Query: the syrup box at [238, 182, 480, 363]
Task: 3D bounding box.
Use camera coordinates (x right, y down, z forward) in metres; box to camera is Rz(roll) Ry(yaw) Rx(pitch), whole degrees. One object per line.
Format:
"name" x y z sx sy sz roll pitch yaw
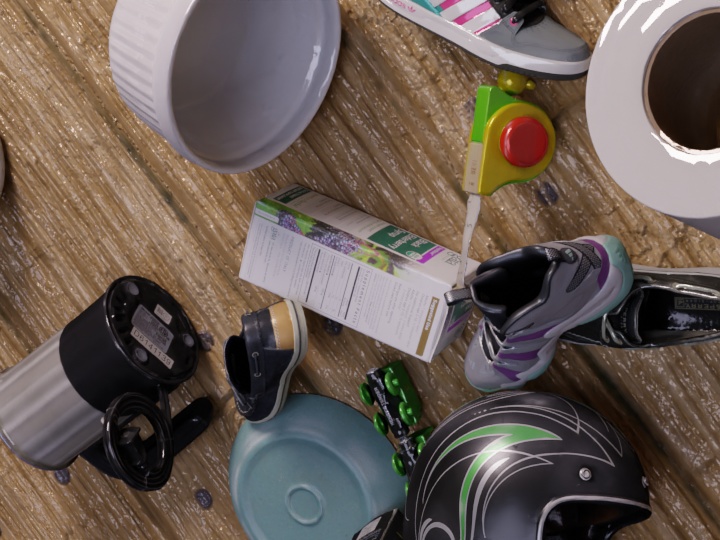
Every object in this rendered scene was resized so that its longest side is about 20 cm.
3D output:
"syrup box" 0.000 0.000 1.524 0.199 0.079 0.082 23 114 18

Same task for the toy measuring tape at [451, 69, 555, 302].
"toy measuring tape" 0.123 -0.071 1.438 0.073 0.073 0.201 10 96 23

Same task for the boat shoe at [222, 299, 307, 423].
"boat shoe" -0.097 0.085 1.564 0.200 0.062 0.075 118 141 -62

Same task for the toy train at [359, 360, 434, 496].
"toy train" 0.057 0.176 1.565 0.042 0.056 0.201 -23 94 25

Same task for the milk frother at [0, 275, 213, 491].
"milk frother" -0.256 0.139 1.624 0.188 0.200 0.181 -36 93 30

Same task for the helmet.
"helmet" 0.141 0.196 1.456 0.199 0.200 0.192 26 88 16

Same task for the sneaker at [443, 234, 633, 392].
"sneaker" 0.114 0.034 1.404 0.200 0.139 0.078 -48 55 37

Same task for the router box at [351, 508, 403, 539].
"router box" 0.053 0.338 1.544 0.062 0.150 0.200 -35 100 29

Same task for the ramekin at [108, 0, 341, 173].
"ramekin" -0.121 -0.194 1.458 0.105 0.200 0.201 29 118 36

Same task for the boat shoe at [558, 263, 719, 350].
"boat shoe" 0.228 0.031 1.432 0.199 0.064 0.071 -5 103 28

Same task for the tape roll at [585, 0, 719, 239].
"tape roll" 0.286 -0.125 1.273 0.202 0.139 0.204 -7 77 32

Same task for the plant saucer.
"plant saucer" -0.047 0.219 1.641 0.199 0.036 0.201 8 109 23

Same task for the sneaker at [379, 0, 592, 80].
"sneaker" 0.112 -0.244 1.396 0.199 0.084 0.121 28 125 17

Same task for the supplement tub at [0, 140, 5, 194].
"supplement tub" -0.463 -0.100 1.691 0.199 0.122 0.123 -4 104 27
